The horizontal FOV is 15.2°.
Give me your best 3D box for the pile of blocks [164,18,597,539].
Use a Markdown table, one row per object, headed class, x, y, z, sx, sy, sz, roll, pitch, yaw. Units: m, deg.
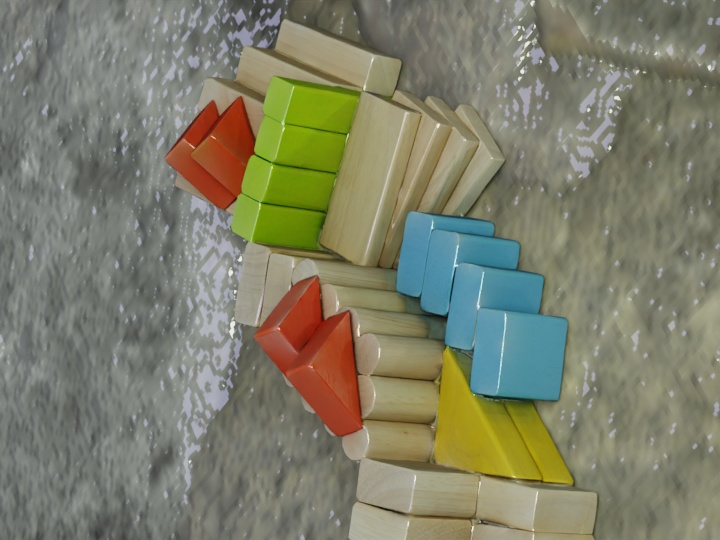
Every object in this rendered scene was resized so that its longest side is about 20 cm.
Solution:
| class | x | y | z | sx | sy | sz | roll | pitch | yaw |
| --- | --- | --- | --- | --- | --- | --- | --- | --- | --- |
| pile of blocks | 0.000 | 0.000 | 0.734 | 0.082 | 0.062 | 0.200 | -56 | 47 | 28 |
